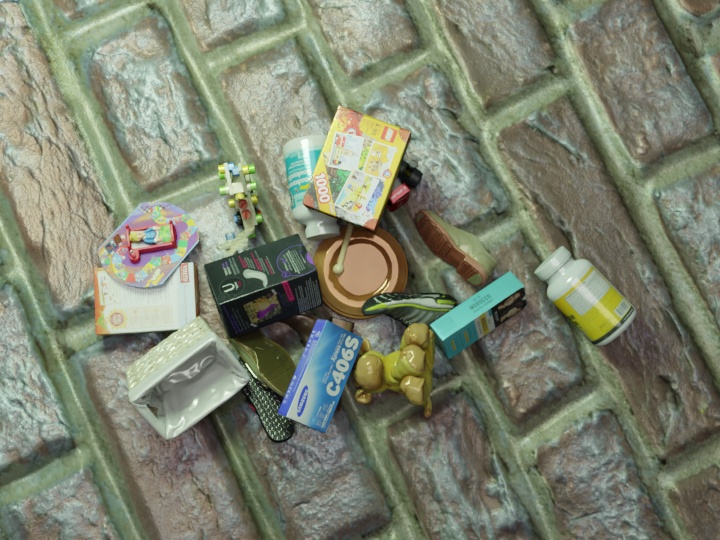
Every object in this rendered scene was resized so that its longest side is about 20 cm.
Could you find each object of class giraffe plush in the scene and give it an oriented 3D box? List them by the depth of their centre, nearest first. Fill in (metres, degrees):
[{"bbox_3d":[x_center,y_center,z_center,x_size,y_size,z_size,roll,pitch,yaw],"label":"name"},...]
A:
[{"bbox_3d":[0.059,0.195,1.634,0.162,0.200,0.173,2,60,14],"label":"giraffe plush"}]

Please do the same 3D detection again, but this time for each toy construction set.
[{"bbox_3d":[-0.238,-0.126,1.651,0.092,0.131,0.200,2,110,-9],"label":"toy construction set"}]

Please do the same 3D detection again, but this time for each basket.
[{"bbox_3d":[-0.339,0.202,1.601,0.200,0.123,0.136,-37,124,-7],"label":"basket"}]

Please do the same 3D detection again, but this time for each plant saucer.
[{"bbox_3d":[0.000,0.000,1.707,0.200,0.037,0.200,0,83,-3],"label":"plant saucer"}]

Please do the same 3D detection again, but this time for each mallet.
[{"bbox_3d":[0.089,-0.207,1.655,0.066,0.200,0.041,32,90,6],"label":"mallet"}]

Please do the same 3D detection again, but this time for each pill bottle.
[{"bbox_3d":[-0.090,-0.166,1.684,0.111,0.111,0.200,-9,83,-4],"label":"pill bottle"},{"bbox_3d":[0.452,0.049,1.686,0.112,0.112,0.200,-44,87,-7],"label":"pill bottle"}]

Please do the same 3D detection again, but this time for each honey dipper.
[{"bbox_3d":[-0.024,-0.078,1.676,0.038,0.038,0.200,16,59,-1],"label":"honey dipper"}]

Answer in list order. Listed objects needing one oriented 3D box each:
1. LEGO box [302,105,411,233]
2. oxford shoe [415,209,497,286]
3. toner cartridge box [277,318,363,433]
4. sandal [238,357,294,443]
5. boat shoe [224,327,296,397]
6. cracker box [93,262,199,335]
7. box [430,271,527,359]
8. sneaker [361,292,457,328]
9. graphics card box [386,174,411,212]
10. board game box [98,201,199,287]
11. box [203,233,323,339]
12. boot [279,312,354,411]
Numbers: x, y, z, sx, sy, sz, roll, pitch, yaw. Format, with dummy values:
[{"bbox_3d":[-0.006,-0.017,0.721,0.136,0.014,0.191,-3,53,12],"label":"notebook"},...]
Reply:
[{"bbox_3d":[-0.006,-0.190,1.586,0.149,0.077,0.200,20,89,3],"label":"LEGO box"},{"bbox_3d":[0.197,-0.057,1.719,0.200,0.071,0.074,47,58,3],"label":"oxford shoe"},{"bbox_3d":[-0.076,0.204,1.611,0.095,0.043,0.200,28,77,-27],"label":"toner cartridge box"},{"bbox_3d":[-0.194,0.254,1.656,0.075,0.045,0.200,-19,69,-20],"label":"sandal"},{"bbox_3d":[-0.197,0.175,1.646,0.201,0.063,0.073,43,60,11],"label":"boat shoe"},{"bbox_3d":[-0.427,0.058,1.668,0.200,0.058,0.134,-3,83,-3],"label":"cracker box"},{"bbox_3d":[0.241,0.091,1.677,0.200,0.082,0.049,-33,53,-7],"label":"box"},{"bbox_3d":[0.098,0.089,1.669,0.200,0.074,0.081,2,99,-17],"label":"sneaker"},{"bbox_3d":[0.021,-0.214,1.688,0.051,0.125,0.200,-38,87,-1],"label":"graphics card box"},{"bbox_3d":[-0.423,-0.062,1.653,0.158,0.039,0.200,30,65,15],"label":"board game box"},{"bbox_3d":[-0.188,0.029,1.625,0.200,0.106,0.122,-19,46,-12],"label":"box"},{"bbox_3d":[-0.115,0.184,1.672,0.186,0.064,0.200,12,88,1],"label":"boot"}]
